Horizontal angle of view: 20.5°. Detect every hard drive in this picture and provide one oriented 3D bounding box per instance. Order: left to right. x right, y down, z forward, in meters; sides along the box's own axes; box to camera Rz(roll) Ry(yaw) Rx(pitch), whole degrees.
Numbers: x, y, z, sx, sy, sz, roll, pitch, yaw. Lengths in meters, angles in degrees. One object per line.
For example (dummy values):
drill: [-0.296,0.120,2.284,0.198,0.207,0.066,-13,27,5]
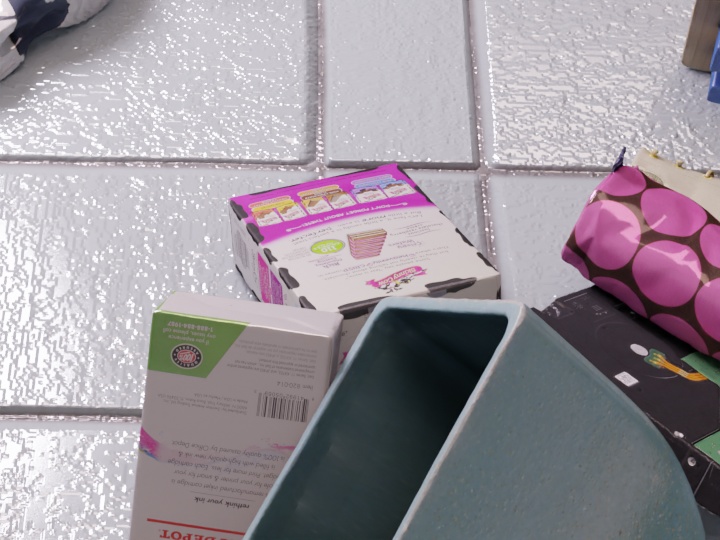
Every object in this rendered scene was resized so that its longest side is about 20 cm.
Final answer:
hard drive: [0.207,0.085,1.363,0.200,0.038,0.140,35,30,26]

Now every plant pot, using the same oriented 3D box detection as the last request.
plant pot: [0.081,0.150,1.165,0.200,0.196,0.196,34,77,-20]

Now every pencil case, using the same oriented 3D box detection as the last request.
pencil case: [0.244,0.003,1.398,0.200,0.091,0.094,36,45,19]

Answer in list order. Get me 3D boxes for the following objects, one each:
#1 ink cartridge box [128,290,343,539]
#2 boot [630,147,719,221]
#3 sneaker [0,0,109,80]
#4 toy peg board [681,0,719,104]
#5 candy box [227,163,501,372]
ink cartridge box: [-0.081,0.122,1.276,0.117,0.200,0.067,8,12,3]
boot: [0.281,-0.056,1.503,0.155,0.072,0.200,27,59,19]
sneaker: [-0.290,-0.245,1.629,0.130,0.079,0.199,37,65,16]
toy peg board: [0.354,-0.169,1.542,0.199,0.200,0.098,12,63,6]
candy box: [0.000,0.000,1.400,0.136,0.061,0.200,-13,28,-15]
